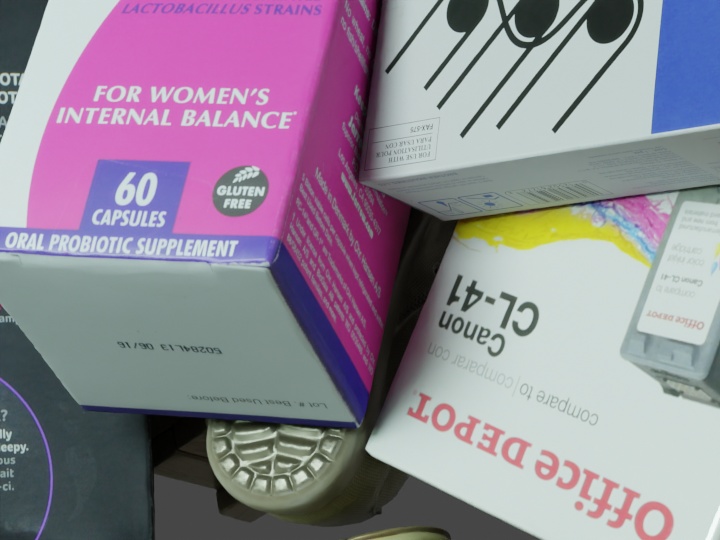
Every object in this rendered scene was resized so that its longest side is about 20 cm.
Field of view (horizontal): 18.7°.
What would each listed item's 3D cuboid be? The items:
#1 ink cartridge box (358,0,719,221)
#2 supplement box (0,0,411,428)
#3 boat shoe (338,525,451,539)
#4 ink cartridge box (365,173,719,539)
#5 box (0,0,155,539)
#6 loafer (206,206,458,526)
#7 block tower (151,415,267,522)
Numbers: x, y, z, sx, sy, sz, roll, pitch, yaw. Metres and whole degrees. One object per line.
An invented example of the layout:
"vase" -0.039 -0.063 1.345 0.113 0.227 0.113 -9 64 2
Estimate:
"ink cartridge box" 0.090 -0.074 0.621 0.199 0.044 0.095 -6 70 43
"supplement box" -0.038 -0.063 0.707 0.101 0.104 0.201 2 59 19
"boat shoe" -0.029 0.158 0.759 0.200 0.072 0.068 -44 53 33
"ink cartridge box" 0.107 -0.005 0.669 0.147 0.085 0.201 22 88 47
"box" -0.143 0.008 0.781 0.106 0.121 0.201 140 128 -70
"loafer" 0.000 0.000 0.758 0.075 0.068 0.201 8 63 24
"block tower" -0.056 -0.011 0.827 0.054 0.058 0.201 -33 54 32
